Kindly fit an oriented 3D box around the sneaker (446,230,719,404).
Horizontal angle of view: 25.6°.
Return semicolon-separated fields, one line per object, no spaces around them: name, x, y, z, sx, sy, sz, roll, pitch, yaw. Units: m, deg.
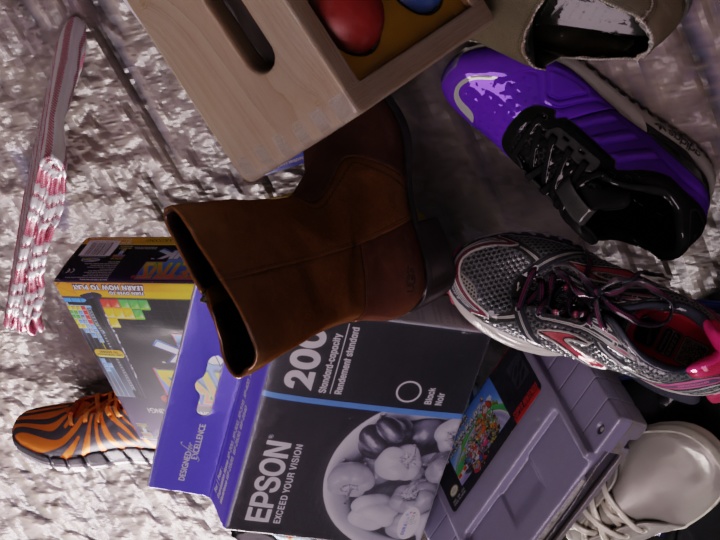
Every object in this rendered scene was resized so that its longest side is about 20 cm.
sneaker;0.148;0.021;1.000;0.200;0.081;0.075;18;174;17

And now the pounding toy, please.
pounding toy;-0.039;-0.182;0.886;0.142;0.184;0.200;-27;99;43

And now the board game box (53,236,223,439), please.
board game box;-0.102;0.054;1.156;0.200;0.057;0.166;0;129;30

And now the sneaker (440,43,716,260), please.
sneaker;0.139;-0.072;1.015;0.200;0.100;0.070;28;134;-6

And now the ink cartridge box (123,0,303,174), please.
ink cartridge box;-0.074;-0.160;1.062;0.119;0.042;0.200;-17;121;33

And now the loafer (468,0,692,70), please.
loafer;0.098;-0.166;0.963;0.199;0.070;0.075;5;134;18

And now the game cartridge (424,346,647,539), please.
game cartridge;0.108;0.133;1.091;0.038;0.130;0.200;13;121;-33

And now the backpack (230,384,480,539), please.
backpack;0.011;0.138;1.247;0.154;0.163;0.200;34;129;-24

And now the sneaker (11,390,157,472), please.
sneaker;-0.213;0.111;1.367;0.199;0.078;0.112;-2;128;10

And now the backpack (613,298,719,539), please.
backpack;0.254;0.111;1.110;0.183;0.147;0.200;4;133;28

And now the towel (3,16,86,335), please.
towel;-0.224;-0.066;1.144;0.030;0.147;0.200;10;138;-14

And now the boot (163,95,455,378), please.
boot;-0.048;-0.042;0.963;0.068;0.200;0.189;-22;86;42

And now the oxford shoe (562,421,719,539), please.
oxford shoe;0.171;0.158;1.061;0.075;0.058;0.200;53;140;-1

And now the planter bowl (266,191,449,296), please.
planter bowl;0.000;0.000;1.150;0.200;0.084;0.201;16;137;15

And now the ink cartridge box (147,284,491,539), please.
ink cartridge box;-0.032;0.097;1.083;0.199;0.043;0.199;8;122;-12
